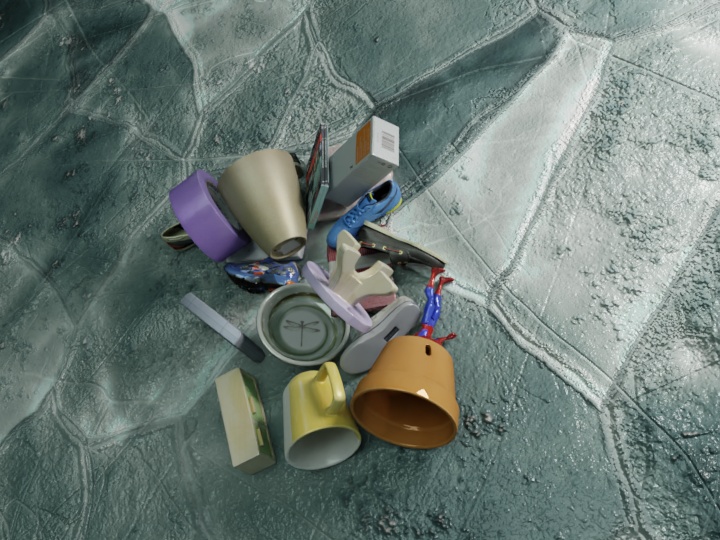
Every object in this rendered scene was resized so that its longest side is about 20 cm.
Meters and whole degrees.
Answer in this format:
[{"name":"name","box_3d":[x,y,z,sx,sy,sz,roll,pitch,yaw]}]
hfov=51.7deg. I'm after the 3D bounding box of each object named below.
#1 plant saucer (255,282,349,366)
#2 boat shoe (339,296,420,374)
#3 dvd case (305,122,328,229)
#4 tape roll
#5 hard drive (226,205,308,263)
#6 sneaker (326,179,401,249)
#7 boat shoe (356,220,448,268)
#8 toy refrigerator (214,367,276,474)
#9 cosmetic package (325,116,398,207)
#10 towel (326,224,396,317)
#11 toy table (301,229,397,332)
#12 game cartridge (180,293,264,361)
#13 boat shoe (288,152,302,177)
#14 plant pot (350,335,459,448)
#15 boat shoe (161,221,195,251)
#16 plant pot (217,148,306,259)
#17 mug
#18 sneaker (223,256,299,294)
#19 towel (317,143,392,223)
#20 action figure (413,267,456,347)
[{"name":"plant saucer","box_3d":[-0.122,0.122,1.569,0.197,0.050,0.202,6,53,-7]},{"name":"boat shoe","box_3d":[0.034,0.127,1.519,0.200,0.071,0.070,-44,28,4]},{"name":"dvd case","box_3d":[-0.099,-0.216,1.699,0.022,0.147,0.202,9,50,-13]},{"name":"tape roll","box_3d":[-0.344,-0.125,1.708,0.084,0.200,0.201,-32,56,7]},{"name":"hard drive","box_3d":[-0.217,-0.083,1.762,0.197,0.025,0.134,-3,64,24]},{"name":"sneaker","box_3d":[0.000,-0.126,1.611,0.199,0.079,0.066,-37,63,0]},{"name":"boat shoe","box_3d":[0.086,-0.039,1.559,0.199,0.074,0.064,23,90,14]},{"name":"toy refrigerator","box_3d":[-0.237,0.309,1.542,0.069,0.076,0.202,-27,56,10]},{"name":"cosmetic package","box_3d":[-0.001,-0.232,1.610,0.200,0.071,0.103,-35,46,49]},{"name":"towel","box_3d":[0.000,0.000,1.603,0.142,0.023,0.202,-9,60,7]},{"name":"toy table","box_3d":[-0.019,0.016,1.490,0.200,0.183,0.117,45,102,22]},{"name":"game cartridge","box_3d":[-0.307,0.123,1.635,0.199,0.133,0.041,31,81,33]},{"name":"boat shoe","box_3d":[-0.239,-0.240,1.824,0.197,0.075,0.067,-21,56,14]},{"name":"plant pot","box_3d":[0.092,0.216,1.374,0.198,0.201,0.141,-2,48,24]},{"name":"boat shoe","box_3d":[-0.398,-0.114,1.843,0.198,0.063,0.072,-26,55,10]},{"name":"plant pot","box_3d":[-0.199,-0.135,1.672,0.186,0.187,0.202,-30,70,8]},{"name":"mug","box_3d":[-0.073,0.272,1.445,0.186,0.149,0.154,-37,45,19]},{"name":"sneaker","box_3d":[-0.222,0.007,1.700,0.197,0.076,0.079,10,60,21]},{"name":"towel","box_3d":[-0.012,-0.210,1.724,0.189,0.032,0.203,-7,65,22]},{"name":"action figure","box_3d":[0.157,0.098,1.465,0.098,0.065,0.202,6,67,41]}]
